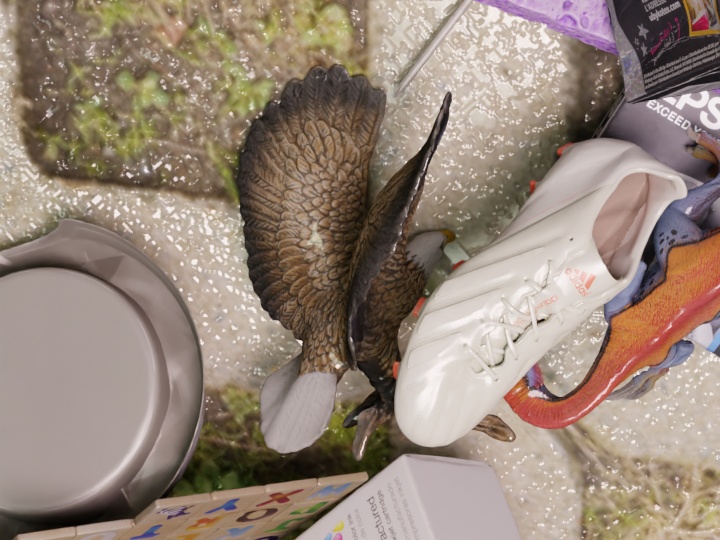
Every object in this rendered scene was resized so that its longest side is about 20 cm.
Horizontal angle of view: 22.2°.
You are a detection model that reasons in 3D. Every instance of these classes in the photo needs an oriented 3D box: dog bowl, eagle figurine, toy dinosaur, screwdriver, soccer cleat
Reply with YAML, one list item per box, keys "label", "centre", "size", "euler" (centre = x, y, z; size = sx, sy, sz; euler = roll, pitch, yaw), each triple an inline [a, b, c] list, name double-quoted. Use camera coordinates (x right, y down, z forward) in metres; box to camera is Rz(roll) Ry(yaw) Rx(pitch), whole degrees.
- label: "dog bowl"
  centre: [-0.182, 0.072, 1.072]
  size: [0.199, 0.059, 0.201]
  euler: [-2, 77, 9]
- label: "eagle figurine"
  centre: [0.003, -0.004, 1.048]
  size: [0.151, 0.151, 0.201]
  euler: [-8, 118, 16]
- label: "toy dinosaur"
  centre: [0.155, 0.008, 0.984]
  size: [0.105, 0.200, 0.182]
  euler: [42, 69, -2]
- label: "screwdriver"
  centre: [0.079, -0.175, 1.032]
  size: [0.028, 0.029, 0.200]
  euler: [36, 102, -8]
- label: "soccer cleat"
  centre: [0.091, 0.011, 0.958]
  size: [0.200, 0.077, 0.069]
  euler: [-52, 127, -14]

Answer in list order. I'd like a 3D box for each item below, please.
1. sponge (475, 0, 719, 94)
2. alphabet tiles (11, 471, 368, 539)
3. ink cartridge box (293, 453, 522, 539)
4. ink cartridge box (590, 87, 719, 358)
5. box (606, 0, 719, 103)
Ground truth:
- label: "sponge"
  centre: [0.163, -0.168, 0.996]
  size: [0.199, 0.030, 0.112]
  euler: [19, 85, -14]
- label: "alphabet tiles"
  centre: [-0.117, 0.155, 1.054]
  size: [0.199, 0.167, 0.008]
  euler: [-4, 69, -31]
- label: "ink cartridge box"
  centre: [0.010, 0.221, 1.072]
  size: [0.084, 0.145, 0.200]
  euler: [12, 137, -44]
- label: "ink cartridge box"
  centre: [0.231, -0.050, 1.060]
  size: [0.198, 0.043, 0.200]
  euler: [29, 106, -6]
- label: "box"
  centre: [0.236, -0.164, 0.933]
  size: [0.199, 0.132, 0.115]
  euler: [-10, 88, -16]
